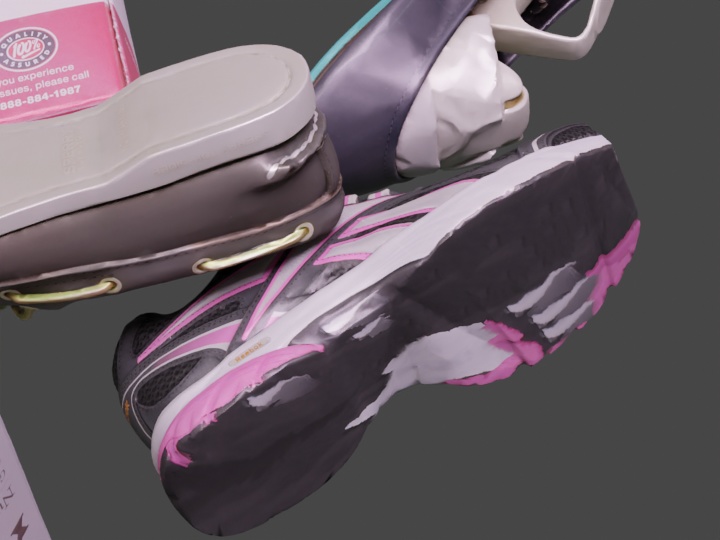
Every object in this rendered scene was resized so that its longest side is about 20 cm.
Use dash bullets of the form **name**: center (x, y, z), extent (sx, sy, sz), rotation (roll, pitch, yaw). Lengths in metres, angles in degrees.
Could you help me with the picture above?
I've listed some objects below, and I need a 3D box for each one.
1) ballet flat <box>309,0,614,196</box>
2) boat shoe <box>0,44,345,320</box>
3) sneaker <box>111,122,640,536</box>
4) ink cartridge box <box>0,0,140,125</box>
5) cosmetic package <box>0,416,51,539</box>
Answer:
- **ballet flat**: center (0.044, -0.085, 1.008), extent (0.073, 0.073, 0.200), rotation (28, 61, 24)
- **boat shoe**: center (-0.104, -0.015, 0.924), extent (0.201, 0.060, 0.072), rotation (-16, 34, 8)
- **sneaker**: center (0.000, 0.000, 0.951), extent (0.200, 0.081, 0.086), rotation (-28, 45, -19)
- **ink cartridge box**: center (-0.162, -0.100, 1.036), extent (0.146, 0.083, 0.201), rotation (-13, 55, -1)
- **cosmetic package**: center (-0.143, 0.117, 0.811), extent (0.081, 0.200, 0.113), rotation (16, 61, 19)
